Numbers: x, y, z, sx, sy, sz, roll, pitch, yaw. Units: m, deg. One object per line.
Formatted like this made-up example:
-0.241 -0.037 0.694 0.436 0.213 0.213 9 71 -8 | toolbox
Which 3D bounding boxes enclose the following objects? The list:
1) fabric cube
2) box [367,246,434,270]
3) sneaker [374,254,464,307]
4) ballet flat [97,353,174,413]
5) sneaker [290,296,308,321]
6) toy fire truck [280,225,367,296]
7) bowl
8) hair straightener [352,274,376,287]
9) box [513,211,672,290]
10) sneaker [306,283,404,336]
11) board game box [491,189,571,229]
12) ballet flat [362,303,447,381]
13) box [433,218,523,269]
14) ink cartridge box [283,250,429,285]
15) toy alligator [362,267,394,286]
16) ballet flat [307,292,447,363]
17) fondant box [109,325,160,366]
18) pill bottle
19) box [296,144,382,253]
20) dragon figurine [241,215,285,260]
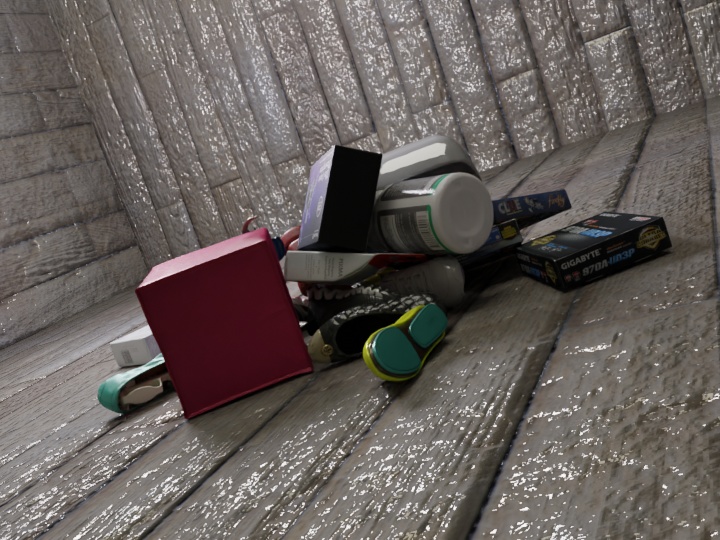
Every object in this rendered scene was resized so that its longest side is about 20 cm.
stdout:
-0.192 0.068 1.217 0.194 0.202 0.199 -20 10 -6 | fabric cube
0.113 -0.063 1.423 0.157 0.051 0.199 -39 -24 19 | box
0.082 0.030 1.230 0.099 0.076 0.200 -12 -5 -27 | sneaker
-0.319 0.175 1.337 0.199 0.068 0.070 -26 34 -33 | ballet flat
-0.155 0.090 1.434 0.198 0.089 0.073 4 -9 -44 | sneaker
-0.033 -0.029 1.446 0.167 0.113 0.200 -33 -31 8 | toy fire truck
0.096 -0.154 1.395 0.198 0.075 0.200 -20 -17 14 | bowl
0.019 0.020 1.613 0.076 0.041 0.200 -18 13 16 | hair straightener
0.320 -0.032 1.178 0.157 0.046 0.200 -21 8 -2 | box
-0.010 0.070 1.214 0.199 0.092 0.066 -1 -16 45 | sneaker
0.232 -0.086 1.362 0.199 0.035 0.135 -12 -9 -42 | board game box
0.045 0.096 0.995 0.067 0.067 0.200 -39 -5 30 | ballet flat
0.188 -0.032 1.351 0.135 0.040 0.200 -18 -6 5 | box
0.000 0.000 1.243 0.197 0.058 0.163 6 -2 9 | ink cartridge box
0.046 0.027 1.396 0.054 0.060 0.199 -12 10 41 | toy alligator
0.020 0.078 1.117 0.198 0.067 0.057 -20 20 8 | ballet flat
-0.406 0.135 1.765 0.143 0.059 0.199 -11 13 45 | fondant box
0.090 -0.078 1.224 0.112 0.114 0.199 -25 14 -33 | pill bottle
-0.036 -0.098 1.261 0.078 0.143 0.200 8 -4 -12 | box
-0.166 -0.031 1.388 0.058 0.202 0.099 20 41 25 | dragon figurine
